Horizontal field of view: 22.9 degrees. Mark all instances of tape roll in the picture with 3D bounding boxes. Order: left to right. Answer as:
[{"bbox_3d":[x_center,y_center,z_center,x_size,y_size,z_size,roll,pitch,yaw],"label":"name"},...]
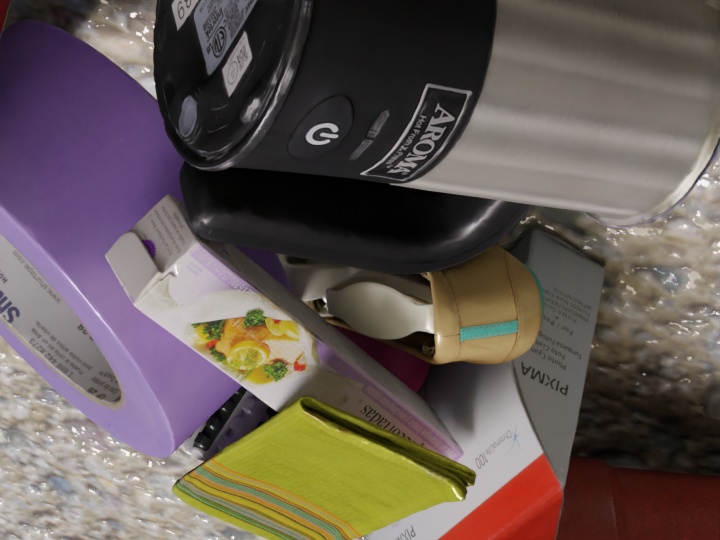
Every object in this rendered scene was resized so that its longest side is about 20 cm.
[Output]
[{"bbox_3d":[-0.129,-0.013,0.835,0.200,0.085,0.200,40,159,19],"label":"tape roll"}]

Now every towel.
[{"bbox_3d":[-0.023,0.100,0.815,0.086,0.018,0.200,24,157,-13],"label":"towel"}]

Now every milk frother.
[{"bbox_3d":[0.012,-0.113,0.692,0.188,0.201,0.180,7,157,-31],"label":"milk frother"}]

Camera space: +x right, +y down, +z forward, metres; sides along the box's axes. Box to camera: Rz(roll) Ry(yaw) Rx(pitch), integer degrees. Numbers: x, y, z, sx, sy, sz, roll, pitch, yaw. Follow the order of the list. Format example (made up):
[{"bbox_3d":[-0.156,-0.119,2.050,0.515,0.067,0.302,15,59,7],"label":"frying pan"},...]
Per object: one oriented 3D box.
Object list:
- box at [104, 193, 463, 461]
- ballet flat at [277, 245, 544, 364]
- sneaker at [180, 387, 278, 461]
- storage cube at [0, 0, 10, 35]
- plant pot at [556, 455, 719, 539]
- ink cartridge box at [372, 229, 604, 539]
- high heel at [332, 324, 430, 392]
[{"bbox_3d":[-0.028,0.039,0.770,0.039,0.041,0.200,-43,133,7],"label":"box"},{"bbox_3d":[0.000,0.000,0.814,0.200,0.063,0.069,14,114,53],"label":"ballet flat"},{"bbox_3d":[-0.076,0.067,0.946,0.200,0.075,0.081,27,164,47],"label":"sneaker"},{"bbox_3d":[-0.257,-0.136,0.713,0.170,0.201,0.180,0,156,25],"label":"storage cube"},{"bbox_3d":[0.172,0.185,0.895,0.195,0.201,0.201,-1,139,2],"label":"plant pot"},{"bbox_3d":[0.044,0.100,0.853,0.047,0.200,0.160,28,141,-12],"label":"ink cartridge box"},{"bbox_3d":[-0.019,0.072,0.935,0.067,0.096,0.200,34,140,-14],"label":"high heel"}]
